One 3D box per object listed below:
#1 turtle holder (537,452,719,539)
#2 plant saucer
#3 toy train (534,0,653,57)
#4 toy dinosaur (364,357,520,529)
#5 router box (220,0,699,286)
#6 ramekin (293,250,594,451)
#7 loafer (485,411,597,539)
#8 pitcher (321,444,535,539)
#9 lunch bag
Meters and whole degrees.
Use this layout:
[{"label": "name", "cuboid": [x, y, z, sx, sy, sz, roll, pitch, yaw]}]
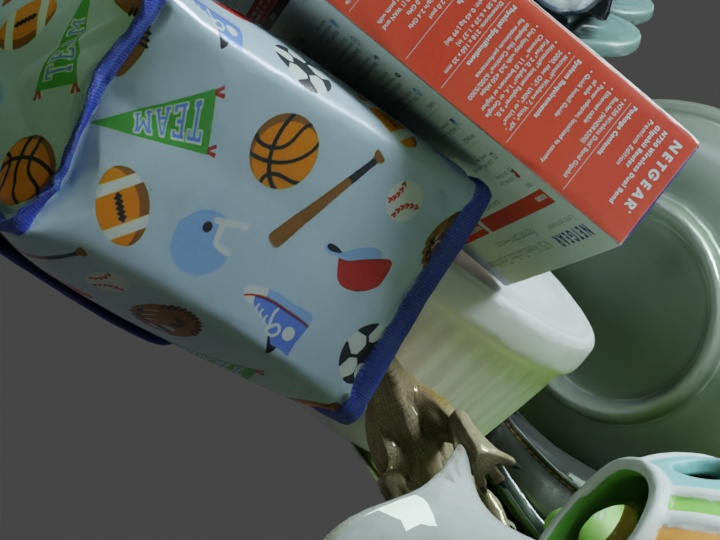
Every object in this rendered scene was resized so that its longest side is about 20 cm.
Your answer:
[{"label": "turtle holder", "cuboid": [0.133, 0.126, 1.017, 0.132, 0.141, 0.186, 39, 26, -14]}, {"label": "plant saucer", "cuboid": [0.130, 0.017, 1.267, 0.200, 0.200, 0.050, 46, 18, 22]}, {"label": "toy train", "cuboid": [0.071, -0.146, 1.081, 0.114, 0.085, 0.200, 16, 23, 7]}, {"label": "toy dinosaur", "cuboid": [0.019, 0.064, 1.065, 0.101, 0.058, 0.200, 57, -7, 51]}, {"label": "router box", "cuboid": [0.021, -0.075, 1.021, 0.179, 0.049, 0.200, 40, -9, -5]}, {"label": "ramekin", "cuboid": [0.000, 0.000, 1.192, 0.202, 0.094, 0.202, 40, 11, -9]}, {"label": "loafer", "cuboid": [0.136, 0.122, 1.241, 0.200, 0.072, 0.073, 40, 11, -4]}, {"label": "pitcher", "cuboid": [0.055, 0.146, 0.808, 0.200, 0.122, 0.171, 35, 28, 26]}, {"label": "lunch bag", "cuboid": [-0.082, -0.045, 0.992, 0.170, 0.124, 0.200, 33, 1, -35]}]
